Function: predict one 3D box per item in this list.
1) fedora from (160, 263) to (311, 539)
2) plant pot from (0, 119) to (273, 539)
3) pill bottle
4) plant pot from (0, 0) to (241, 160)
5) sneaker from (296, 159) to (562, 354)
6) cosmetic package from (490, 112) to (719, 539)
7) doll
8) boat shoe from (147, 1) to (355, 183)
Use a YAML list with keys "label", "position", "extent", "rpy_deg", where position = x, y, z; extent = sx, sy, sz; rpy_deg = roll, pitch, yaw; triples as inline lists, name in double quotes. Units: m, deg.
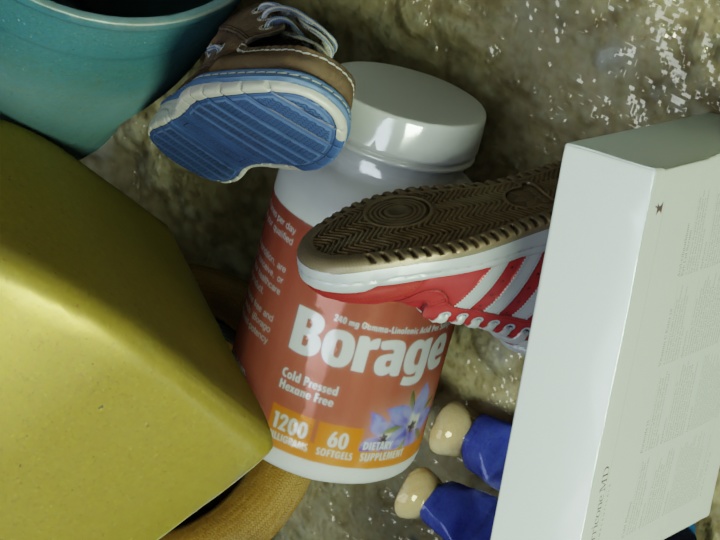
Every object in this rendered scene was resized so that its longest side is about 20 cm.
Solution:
- label: "fedora"
  position: [-0.114, 0.096, 1.274]
  extent: [0.200, 0.201, 0.082]
  rpy_deg: [40, 159, 15]
- label: "plant pot"
  position: [-0.198, 0.035, 1.125]
  extent: [0.194, 0.200, 0.196]
  rpy_deg: [-37, 44, 6]
- label: "pill bottle"
  position: [0.000, 0.000, 1.165]
  extent: [0.112, 0.112, 0.201]
  rpy_deg: [26, 114, 25]
- label: "plant pot"
  position: [-0.162, -0.157, 1.183]
  extent: [0.200, 0.200, 0.188]
  rpy_deg: [47, 143, 10]
- label: "sneaker"
  position: [0.063, 0.014, 1.093]
  extent: [0.071, 0.198, 0.113]
  rpy_deg: [-131, 36, -52]
- label: "cosmetic package"
  position: [0.132, 0.034, 1.046]
  extent: [0.051, 0.150, 0.202]
  rpy_deg: [18, 108, 28]
- label: "doll"
  position: [0.112, 0.145, 1.162]
  extent: [0.199, 0.048, 0.137]
  rpy_deg: [24, 82, 34]
- label: "boat shoe"
  position: [-0.050, -0.095, 1.102]
  extent: [0.072, 0.073, 0.200]
  rpy_deg: [32, 166, -21]
